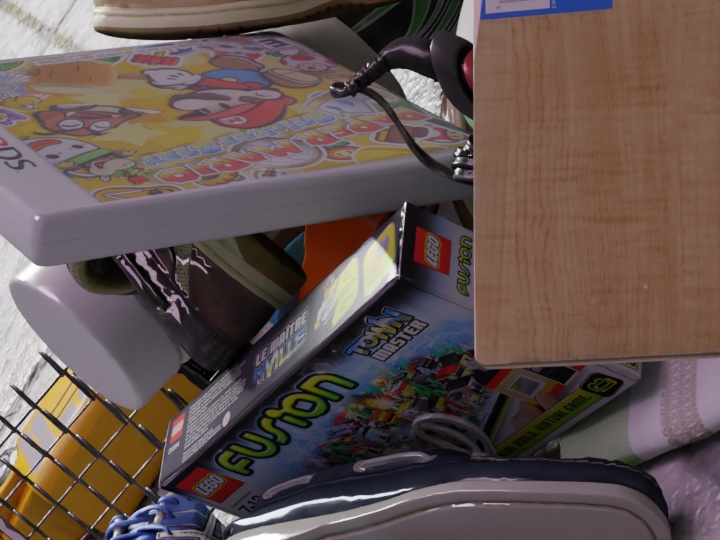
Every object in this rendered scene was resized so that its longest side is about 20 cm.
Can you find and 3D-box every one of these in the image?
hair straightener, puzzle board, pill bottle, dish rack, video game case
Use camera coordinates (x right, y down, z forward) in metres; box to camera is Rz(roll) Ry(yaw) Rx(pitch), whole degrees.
[{"bbox_3d":[0.079,-0.025,0.687,0.041,0.199,0.077,-55,-22,-43],"label":"hair straightener"},{"bbox_3d":[0.111,-0.070,0.646,0.149,0.017,0.202,-4,74,16],"label":"puzzle board"},{"bbox_3d":[-0.074,-0.032,0.993,0.200,0.115,0.114,-47,20,-20],"label":"pill bottle"},{"bbox_3d":[-0.143,0.103,1.034,0.153,0.055,0.200,31,75,33],"label":"dish rack"},{"bbox_3d":[-0.075,-0.056,0.802,0.182,0.199,0.023,34,126,50],"label":"video game case"}]

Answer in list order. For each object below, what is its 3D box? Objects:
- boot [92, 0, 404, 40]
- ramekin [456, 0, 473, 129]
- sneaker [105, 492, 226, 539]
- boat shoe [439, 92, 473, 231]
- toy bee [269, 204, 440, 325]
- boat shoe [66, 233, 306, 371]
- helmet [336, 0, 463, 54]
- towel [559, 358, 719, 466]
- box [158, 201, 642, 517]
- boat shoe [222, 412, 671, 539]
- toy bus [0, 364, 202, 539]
[{"bbox_3d":[-0.039,-0.192,0.921,0.198,0.156,0.072,-12,8,-1],"label":"boot"},{"bbox_3d":[0.123,-0.108,0.761,0.200,0.097,0.201,-46,27,32],"label":"ramekin"},{"bbox_3d":[-0.092,0.138,0.843,0.075,0.078,0.200,-23,-11,5],"label":"sneaker"},{"bbox_3d":[0.086,-0.089,0.911,0.075,0.075,0.203,-28,38,32],"label":"boat shoe"},{"bbox_3d":[0.000,0.000,0.926,0.109,0.131,0.200,-44,1,-37],"label":"toy bee"},{"bbox_3d":[-0.103,-0.021,0.871,0.066,0.072,0.200,-52,45,-5],"label":"boat shoe"},{"bbox_3d":[0.013,-0.209,1.047,0.190,0.200,0.201,15,74,56],"label":"helmet"},{"bbox_3d":[0.148,-0.013,0.753,0.200,0.031,0.150,-34,33,42],"label":"towel"},{"bbox_3d":[0.011,0.053,0.804,0.200,0.109,0.035,-43,32,47],"label":"box"},{"bbox_3d":[0.031,0.098,0.771,0.199,0.075,0.062,-19,29,35],"label":"boat shoe"},{"bbox_3d":[-0.138,0.079,1.141,0.201,0.065,0.078,-57,26,0],"label":"toy bus"}]
